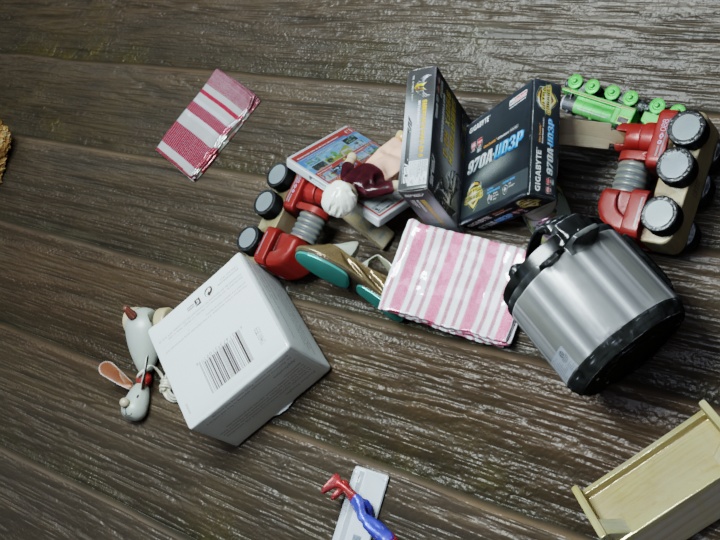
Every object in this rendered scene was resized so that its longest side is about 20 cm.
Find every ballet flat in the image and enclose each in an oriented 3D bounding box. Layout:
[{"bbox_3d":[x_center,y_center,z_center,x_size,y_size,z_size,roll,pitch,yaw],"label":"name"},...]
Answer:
[{"bbox_3d":[0.249,-0.128,1.185,0.069,0.071,0.202,-22,60,22],"label":"ballet flat"},{"bbox_3d":[0.000,0.000,1.239,0.199,0.068,0.073,29,66,10],"label":"ballet flat"}]

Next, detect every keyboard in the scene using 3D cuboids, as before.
[{"bbox_3d":[-0.013,0.376,1.141,0.056,0.011,0.202,11,74,26],"label":"keyboard"}]

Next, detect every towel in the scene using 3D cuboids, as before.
[{"bbox_3d":[-0.295,-0.280,1.567,0.144,0.023,0.201,38,89,35],"label":"towel"},{"bbox_3d":[0.137,0.015,1.174,0.198,0.030,0.148,16,76,14],"label":"towel"}]

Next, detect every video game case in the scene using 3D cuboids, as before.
[{"bbox_3d":[0.002,-0.153,1.296,0.199,0.018,0.143,35,51,26],"label":"video game case"}]

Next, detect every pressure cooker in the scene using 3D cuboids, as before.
[{"bbox_3d":[0.277,0.031,1.025,0.176,0.178,0.201,-50,61,24],"label":"pressure cooker"}]

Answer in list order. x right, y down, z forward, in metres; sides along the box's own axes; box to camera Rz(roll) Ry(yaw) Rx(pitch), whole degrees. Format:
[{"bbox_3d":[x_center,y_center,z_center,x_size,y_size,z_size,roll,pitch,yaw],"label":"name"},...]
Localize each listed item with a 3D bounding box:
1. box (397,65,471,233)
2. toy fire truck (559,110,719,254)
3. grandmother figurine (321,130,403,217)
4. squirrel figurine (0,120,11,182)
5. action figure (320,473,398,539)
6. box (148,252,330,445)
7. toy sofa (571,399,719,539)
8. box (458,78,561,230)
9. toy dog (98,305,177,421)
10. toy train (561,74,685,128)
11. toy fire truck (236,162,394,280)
[{"bbox_3d":[0.114,-0.173,1.223,0.048,0.158,0.202,-4,66,27],"label":"box"},{"bbox_3d":[0.351,-0.131,1.094,0.199,0.128,0.178,15,85,43],"label":"toy fire truck"},{"bbox_3d":[0.020,-0.141,1.235,0.121,0.061,0.200,19,45,41],"label":"grandmother figurine"},{"bbox_3d":[-0.839,-0.278,1.806,0.198,0.142,0.188,13,64,17],"label":"squirrel figurine"},{"bbox_3d":[0.015,0.372,1.089,0.199,0.065,0.099,33,81,31],"label":"action figure"},{"bbox_3d":[-0.188,0.122,1.268,0.198,0.131,0.201,-39,56,7],"label":"box"},{"bbox_3d":[0.359,0.255,0.964,0.199,0.098,0.083,-37,32,9],"label":"toy sofa"},{"bbox_3d":[0.206,-0.154,1.151,0.200,0.046,0.161,156,121,-68],"label":"box"},{"bbox_3d":[-0.375,0.138,1.380,0.131,0.096,0.202,-25,59,16],"label":"toy dog"},{"bbox_3d":[0.375,-0.230,1.184,0.199,0.042,0.057,27,93,34],"label":"toy train"},{"bbox_3d":[-0.067,-0.063,1.308,0.199,0.128,0.177,15,76,42],"label":"toy fire truck"}]
